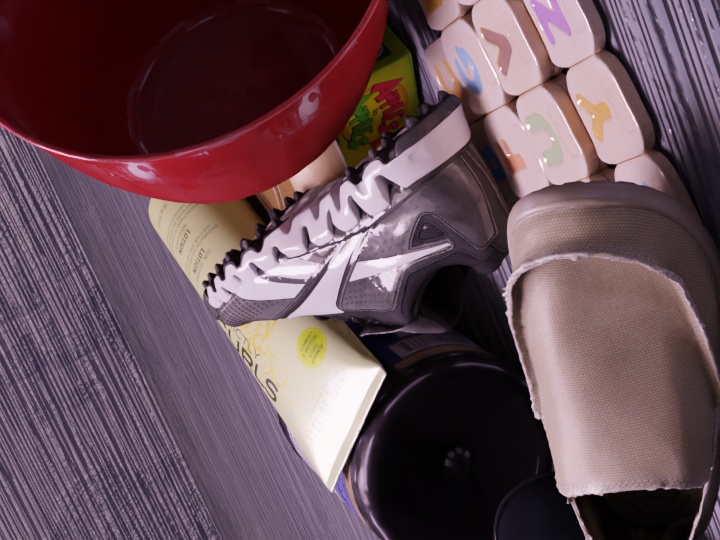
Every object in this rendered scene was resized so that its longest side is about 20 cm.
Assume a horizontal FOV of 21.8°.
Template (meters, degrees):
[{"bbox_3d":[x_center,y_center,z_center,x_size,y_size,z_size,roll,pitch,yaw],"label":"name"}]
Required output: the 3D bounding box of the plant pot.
[{"bbox_3d":[-0.047,-0.061,0.976,0.201,0.027,0.200,57,167,22],"label":"plant pot"}]

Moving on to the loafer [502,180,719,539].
[{"bbox_3d":[0.100,0.046,0.678,0.201,0.075,0.069,63,-154,-46],"label":"loafer"}]

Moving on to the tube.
[{"bbox_3d":[-0.049,0.019,0.976,0.200,0.052,0.058,52,171,38],"label":"tube"}]

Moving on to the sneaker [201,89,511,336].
[{"bbox_3d":[0.000,0.000,0.855,0.091,0.066,0.200,52,137,-6],"label":"sneaker"}]

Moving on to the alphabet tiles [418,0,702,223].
[{"bbox_3d":[0.073,-0.053,0.752,0.201,0.015,0.196,63,168,-3],"label":"alphabet tiles"}]

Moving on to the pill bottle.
[{"bbox_3d":[0.018,0.075,1.023,0.113,0.111,0.200,67,168,-21],"label":"pill bottle"}]

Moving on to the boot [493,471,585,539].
[{"bbox_3d":[0.105,0.161,0.775,0.200,0.076,0.168,51,-166,23],"label":"boot"}]

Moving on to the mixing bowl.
[{"bbox_3d":[-0.069,-0.105,0.828,0.201,0.199,0.109,54,174,33],"label":"mixing bowl"}]

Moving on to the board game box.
[{"bbox_3d":[-0.037,-0.127,0.966,0.200,0.047,0.102,53,165,35],"label":"board game box"}]
